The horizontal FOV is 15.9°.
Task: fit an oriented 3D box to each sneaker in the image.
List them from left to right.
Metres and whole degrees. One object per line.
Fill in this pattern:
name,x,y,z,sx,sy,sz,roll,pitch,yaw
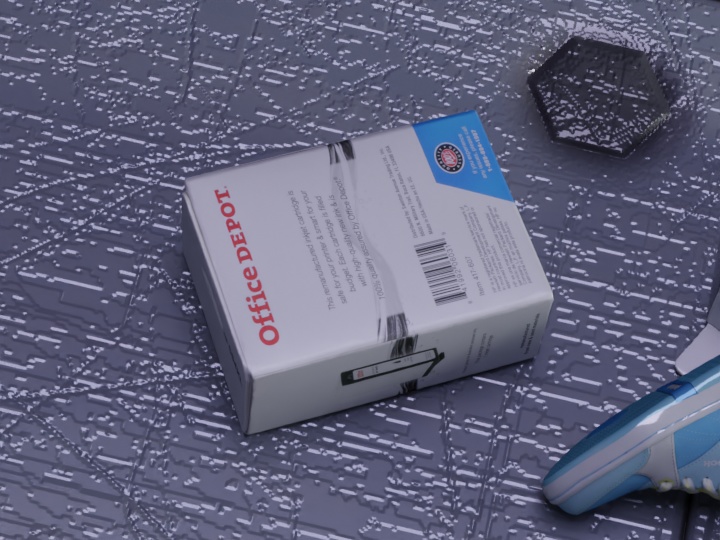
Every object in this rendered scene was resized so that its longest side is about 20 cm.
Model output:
sneaker,0.220,0.127,1.560,0.199,0.080,0.131,-30,92,5

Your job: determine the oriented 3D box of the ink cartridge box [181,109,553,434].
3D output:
ink cartridge box,0.000,0.000,1.604,0.198,0.085,0.147,-14,63,-13

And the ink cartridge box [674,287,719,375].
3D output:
ink cartridge box,0.304,0.014,1.637,0.116,0.067,0.200,37,63,15
